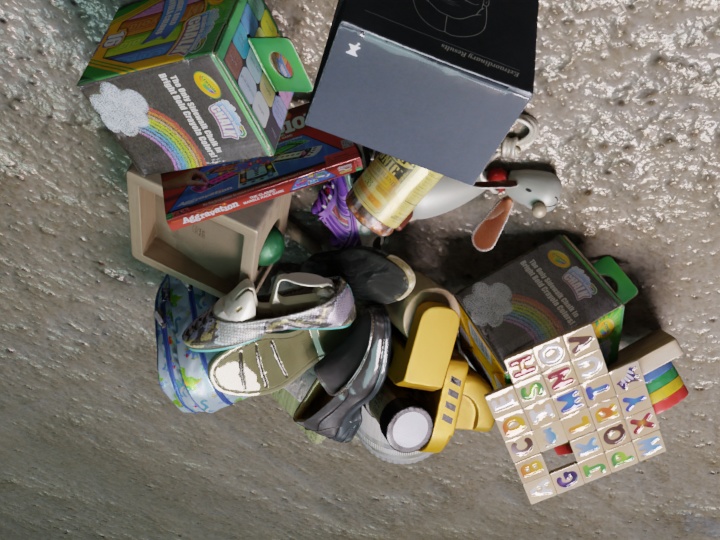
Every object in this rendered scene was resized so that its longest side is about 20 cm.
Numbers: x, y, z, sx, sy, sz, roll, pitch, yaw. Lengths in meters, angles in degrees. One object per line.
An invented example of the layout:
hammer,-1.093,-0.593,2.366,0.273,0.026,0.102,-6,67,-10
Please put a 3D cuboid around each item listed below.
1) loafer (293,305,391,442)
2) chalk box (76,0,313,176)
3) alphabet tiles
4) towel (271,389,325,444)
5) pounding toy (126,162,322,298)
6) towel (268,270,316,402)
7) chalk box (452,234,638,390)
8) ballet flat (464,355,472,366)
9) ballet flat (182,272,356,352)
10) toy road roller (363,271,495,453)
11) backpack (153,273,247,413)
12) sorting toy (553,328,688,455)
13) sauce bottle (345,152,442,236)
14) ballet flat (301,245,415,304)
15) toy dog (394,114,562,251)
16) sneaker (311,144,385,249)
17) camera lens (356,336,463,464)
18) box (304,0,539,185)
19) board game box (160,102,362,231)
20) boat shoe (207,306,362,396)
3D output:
loafer,-0.019,0.122,0.969,0.071,0.073,0.202,10,123,-18
chalk box,-0.140,-0.187,0.803,0.196,0.125,0.126,-6,139,21
alphabet tiles,0.232,0.154,0.914,0.165,0.008,0.202,-23,117,7
towel,-0.084,0.174,1.277,0.148,0.036,0.201,45,146,19
pounding toy,-0.146,-0.063,0.978,0.197,0.143,0.185,24,145,4
towel,-0.064,0.099,1.096,0.199,0.134,0.034,33,-162,32
chalk box,0.224,0.057,0.982,0.198,0.125,0.125,-27,143,-8
ballet flat,0.164,0.140,1.192,0.063,0.068,0.201,7,144,18
ballet flat,-0.103,0.038,0.934,0.196,0.073,0.073,-9,144,-8
toy road roller,0.091,0.113,0.987,0.143,0.123,0.204,8,102,-19
backpack,-0.192,0.083,1.074,0.152,0.201,0.164,-28,142,-7
sorting toy,0.299,0.155,1.019,0.198,0.070,0.199,-31,172,13
sauce bottle,0.066,-0.124,0.824,0.065,0.066,0.201,31,111,-25
ballet flat,0.000,0.000,0.980,0.056,0.068,0.199,-14,-169,-34
toy dog,0.108,-0.077,0.895,0.197,0.098,0.132,-7,140,25
sneaker,-0.020,-0.081,0.947,0.082,0.082,0.202,10,144,13
camera lens,0.058,0.158,1.164,0.157,0.162,0.202,7,143,7
box,0.054,-0.194,0.670,0.146,0.202,0.107,19,143,-9
board game box,-0.104,-0.111,0.846,0.197,0.104,0.020,-18,140,-1
boat shoe,-0.094,0.088,0.999,0.068,0.197,0.076,24,129,57
